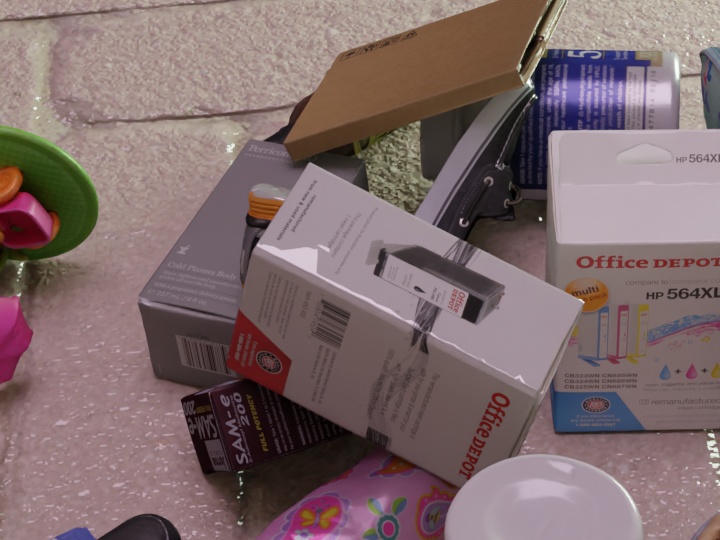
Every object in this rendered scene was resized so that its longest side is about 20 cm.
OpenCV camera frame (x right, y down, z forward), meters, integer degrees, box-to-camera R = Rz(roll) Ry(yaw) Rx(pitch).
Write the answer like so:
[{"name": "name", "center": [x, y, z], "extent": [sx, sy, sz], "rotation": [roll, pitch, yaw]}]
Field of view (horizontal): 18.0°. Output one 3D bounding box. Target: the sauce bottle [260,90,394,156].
[{"name": "sauce bottle", "center": [-0.010, -0.126, 1.854], "extent": [0.200, 0.065, 0.065], "rotation": [-36, 50, -29]}]

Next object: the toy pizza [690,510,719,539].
[{"name": "toy pizza", "center": [0.303, 0.206, 1.470], "extent": [0.199, 0.032, 0.201], "rotation": [-2, 41, 2]}]

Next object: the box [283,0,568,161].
[{"name": "box", "center": [0.050, -0.152, 1.735], "extent": [0.199, 0.021, 0.164], "rotation": [-15, 24, 25]}]

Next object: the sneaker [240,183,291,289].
[{"name": "sneaker", "center": [0.000, 0.000, 1.619], "extent": [0.199, 0.078, 0.078], "rotation": [17, 4, -23]}]

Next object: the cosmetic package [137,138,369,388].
[{"name": "cosmetic package", "center": [-0.074, -0.003, 1.700], "extent": [0.106, 0.091, 0.201], "rotation": [10, 46, 19]}]

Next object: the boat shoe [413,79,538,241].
[{"name": "boat shoe", "center": [0.085, -0.051, 1.697], "extent": [0.066, 0.070, 0.201], "rotation": [32, 88, 2]}]

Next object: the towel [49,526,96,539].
[{"name": "towel", "center": [-0.221, 0.256, 1.465], "extent": [0.199, 0.024, 0.145], "rotation": [-29, 49, -24]}]

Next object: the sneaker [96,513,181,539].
[{"name": "sneaker", "center": [-0.185, 0.214, 1.434], "extent": [0.075, 0.080, 0.200], "rotation": [27, 51, 27]}]

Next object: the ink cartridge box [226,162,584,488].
[{"name": "ink cartridge box", "center": [0.026, 0.042, 1.449], "extent": [0.199, 0.147, 0.083], "rotation": [27, 56, 6]}]

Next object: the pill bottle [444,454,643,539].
[{"name": "pill bottle", "center": [0.107, 0.216, 1.344], "extent": [0.113, 0.201, 0.114], "rotation": [-2, 41, 2]}]

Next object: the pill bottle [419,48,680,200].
[{"name": "pill bottle", "center": [0.149, -0.114, 1.783], "extent": [0.198, 0.120, 0.120], "rotation": [2, 41, 6]}]

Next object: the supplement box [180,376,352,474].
[{"name": "supplement box", "center": [-0.015, 0.084, 1.573], "extent": [0.199, 0.061, 0.109], "rotation": [-18, -1, -16]}]

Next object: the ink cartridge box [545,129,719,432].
[{"name": "ink cartridge box", "center": [0.194, -0.002, 1.589], "extent": [0.128, 0.201, 0.126], "rotation": [-2, 41, 3]}]

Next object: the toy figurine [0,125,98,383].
[{"name": "toy figurine", "center": [-0.305, 0.014, 1.683], "extent": [0.199, 0.150, 0.185], "rotation": [-12, 46, 24]}]

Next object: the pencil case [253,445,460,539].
[{"name": "pencil case", "center": [-0.006, 0.178, 1.491], "extent": [0.087, 0.088, 0.200], "rotation": [31, 52, 34]}]

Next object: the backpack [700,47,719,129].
[{"name": "backpack", "center": [0.336, -0.120, 1.703], "extent": [0.149, 0.201, 0.178], "rotation": [-8, 42, -6]}]
